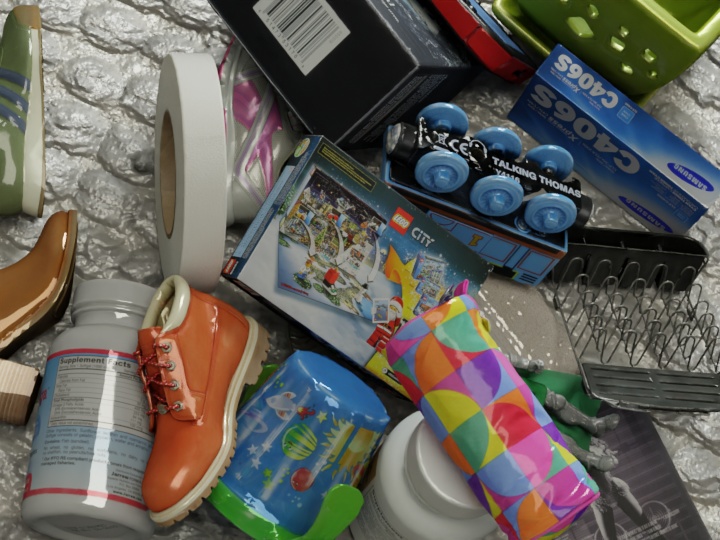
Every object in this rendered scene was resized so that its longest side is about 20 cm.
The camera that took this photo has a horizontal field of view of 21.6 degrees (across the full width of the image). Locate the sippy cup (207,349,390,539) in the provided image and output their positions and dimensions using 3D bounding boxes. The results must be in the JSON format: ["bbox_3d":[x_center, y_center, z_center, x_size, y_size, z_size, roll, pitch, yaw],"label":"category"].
[{"bbox_3d":[-0.048,0.141,1.527,0.178,0.139,0.131,41,103,22],"label":"sippy cup"}]

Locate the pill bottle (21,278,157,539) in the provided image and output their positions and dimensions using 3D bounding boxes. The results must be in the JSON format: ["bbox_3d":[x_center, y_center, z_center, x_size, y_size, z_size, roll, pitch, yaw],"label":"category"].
[{"bbox_3d":[-0.208,0.115,1.541,0.108,0.109,0.202,10,67,-9],"label":"pill bottle"}]

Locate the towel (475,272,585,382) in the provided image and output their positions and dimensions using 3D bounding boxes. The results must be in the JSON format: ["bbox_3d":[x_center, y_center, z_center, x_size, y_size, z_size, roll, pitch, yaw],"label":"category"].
[{"bbox_3d":[0.102,0.036,1.671,0.132,0.034,0.201,-32,81,-33],"label":"towel"}]

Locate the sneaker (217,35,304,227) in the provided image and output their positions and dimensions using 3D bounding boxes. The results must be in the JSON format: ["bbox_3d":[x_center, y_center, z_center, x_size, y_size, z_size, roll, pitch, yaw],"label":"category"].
[{"bbox_3d":[-0.092,-0.127,1.681,0.087,0.081,0.202,9,76,-11],"label":"sneaker"}]

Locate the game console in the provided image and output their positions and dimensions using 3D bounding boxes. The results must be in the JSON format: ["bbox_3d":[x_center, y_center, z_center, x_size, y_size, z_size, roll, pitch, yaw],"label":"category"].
[{"bbox_3d":[0.086,-0.247,1.711,0.031,0.200,0.177,-39,81,11],"label":"game console"}]

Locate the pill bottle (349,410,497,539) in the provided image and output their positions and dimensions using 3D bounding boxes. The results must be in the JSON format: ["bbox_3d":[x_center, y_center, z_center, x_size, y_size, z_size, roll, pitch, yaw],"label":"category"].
[{"bbox_3d":[0.063,0.174,1.531,0.113,0.200,0.115,5,68,-12],"label":"pill bottle"}]

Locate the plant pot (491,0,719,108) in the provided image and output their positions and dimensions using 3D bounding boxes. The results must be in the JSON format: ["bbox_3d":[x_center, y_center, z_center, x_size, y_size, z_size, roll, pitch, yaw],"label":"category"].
[{"bbox_3d":[0.251,-0.271,1.748,0.200,0.182,0.199,40,59,5],"label":"plant pot"}]

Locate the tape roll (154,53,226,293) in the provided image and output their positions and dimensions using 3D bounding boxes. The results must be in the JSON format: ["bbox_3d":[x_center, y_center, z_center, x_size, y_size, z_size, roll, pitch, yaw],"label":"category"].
[{"bbox_3d":[-0.144,-0.080,1.581,0.037,0.203,0.204,-1,70,-14],"label":"tape roll"}]

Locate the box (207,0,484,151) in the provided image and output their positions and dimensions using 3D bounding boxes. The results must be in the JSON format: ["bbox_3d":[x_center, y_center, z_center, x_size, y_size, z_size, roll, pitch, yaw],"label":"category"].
[{"bbox_3d":[-0.015,-0.216,1.652,0.117,0.200,0.197,-41,81,19],"label":"box"}]

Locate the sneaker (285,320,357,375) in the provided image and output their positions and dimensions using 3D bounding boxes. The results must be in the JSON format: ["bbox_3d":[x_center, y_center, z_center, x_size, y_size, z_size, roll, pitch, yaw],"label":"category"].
[{"bbox_3d":[-0.022,-0.002,1.645,0.074,0.106,0.202,0,103,10],"label":"sneaker"}]

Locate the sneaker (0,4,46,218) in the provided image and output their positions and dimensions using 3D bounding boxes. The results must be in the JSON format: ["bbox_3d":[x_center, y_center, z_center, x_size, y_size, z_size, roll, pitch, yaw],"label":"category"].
[{"bbox_3d":[-0.318,-0.141,1.634,0.089,0.067,0.202,-1,68,-11],"label":"sneaker"}]

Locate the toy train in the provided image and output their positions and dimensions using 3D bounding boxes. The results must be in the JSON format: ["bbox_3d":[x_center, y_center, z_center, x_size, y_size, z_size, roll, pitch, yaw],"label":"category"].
[{"bbox_3d":[0.101,-0.065,1.632,0.199,0.114,0.087,19,46,-18],"label":"toy train"}]

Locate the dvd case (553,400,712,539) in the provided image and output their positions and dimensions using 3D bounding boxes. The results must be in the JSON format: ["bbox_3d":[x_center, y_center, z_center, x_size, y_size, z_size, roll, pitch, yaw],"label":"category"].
[{"bbox_3d":[0.213,0.202,1.657,0.148,0.016,0.201,-21,77,-18],"label":"dvd case"}]

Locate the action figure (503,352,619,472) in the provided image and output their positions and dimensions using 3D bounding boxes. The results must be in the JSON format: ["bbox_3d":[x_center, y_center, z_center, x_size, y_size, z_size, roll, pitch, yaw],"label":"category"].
[{"bbox_3d":[0.132,0.111,1.598,0.199,0.055,0.119,27,55,-27],"label":"action figure"}]

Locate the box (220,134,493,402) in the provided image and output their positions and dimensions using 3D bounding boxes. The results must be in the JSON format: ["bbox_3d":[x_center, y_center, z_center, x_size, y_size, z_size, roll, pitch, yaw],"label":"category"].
[{"bbox_3d":[0.000,0.000,1.565,0.200,0.038,0.137,36,78,-25],"label":"box"}]

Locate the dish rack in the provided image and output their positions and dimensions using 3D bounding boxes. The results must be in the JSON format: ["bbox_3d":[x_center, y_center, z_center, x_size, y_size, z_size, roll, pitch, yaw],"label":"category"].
[{"bbox_3d":[0.248,0.046,1.664,0.152,0.055,0.201,4,39,-12],"label":"dish rack"}]

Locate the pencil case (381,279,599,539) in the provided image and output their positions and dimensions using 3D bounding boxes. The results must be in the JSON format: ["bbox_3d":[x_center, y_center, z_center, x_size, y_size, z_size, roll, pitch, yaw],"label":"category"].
[{"bbox_3d":[0.098,0.109,1.411,0.088,0.088,0.201,-28,79,-21],"label":"pencil case"}]

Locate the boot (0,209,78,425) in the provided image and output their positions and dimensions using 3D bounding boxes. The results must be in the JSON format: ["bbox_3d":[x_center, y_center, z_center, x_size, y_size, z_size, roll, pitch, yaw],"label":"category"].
[{"bbox_3d":[-0.325,0.022,1.577,0.154,0.077,0.201,17,74,-2],"label":"boot"}]

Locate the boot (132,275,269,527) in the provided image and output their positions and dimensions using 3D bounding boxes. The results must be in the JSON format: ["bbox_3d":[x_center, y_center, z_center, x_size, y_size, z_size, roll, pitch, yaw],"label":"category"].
[{"bbox_3d":[-0.147,0.100,1.485,0.107,0.075,0.201,41,46,-31],"label":"boot"}]

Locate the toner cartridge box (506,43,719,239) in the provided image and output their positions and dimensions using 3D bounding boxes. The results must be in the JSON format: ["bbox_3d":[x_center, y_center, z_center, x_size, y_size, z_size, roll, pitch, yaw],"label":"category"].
[{"bbox_3d":[0.235,-0.114,1.739,0.200,0.095,0.043,38,67,4],"label":"toner cartridge box"}]
